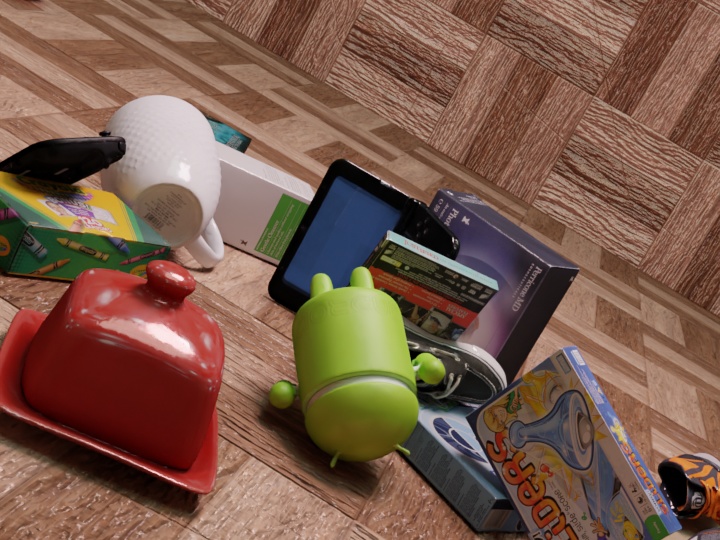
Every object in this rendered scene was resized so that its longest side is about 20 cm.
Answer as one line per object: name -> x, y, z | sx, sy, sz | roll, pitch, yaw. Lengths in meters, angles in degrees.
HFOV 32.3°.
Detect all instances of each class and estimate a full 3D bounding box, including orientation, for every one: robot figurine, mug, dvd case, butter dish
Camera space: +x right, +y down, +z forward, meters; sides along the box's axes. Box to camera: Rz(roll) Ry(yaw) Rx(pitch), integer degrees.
robot figurine -> -0.006, 0.099, 1.233 | 0.173, 0.116, 0.202 | -9, 56, -3
mug -> -0.226, -0.089, 1.507 | 0.201, 0.147, 0.176 | 56, 8, -32
dvd case -> 0.039, 0.057, 1.382 | 0.145, 0.201, 0.022 | 23, 33, -20
butter dish -> -0.184, 0.060, 1.032 | 0.198, 0.149, 0.200 | 26, 14, -15

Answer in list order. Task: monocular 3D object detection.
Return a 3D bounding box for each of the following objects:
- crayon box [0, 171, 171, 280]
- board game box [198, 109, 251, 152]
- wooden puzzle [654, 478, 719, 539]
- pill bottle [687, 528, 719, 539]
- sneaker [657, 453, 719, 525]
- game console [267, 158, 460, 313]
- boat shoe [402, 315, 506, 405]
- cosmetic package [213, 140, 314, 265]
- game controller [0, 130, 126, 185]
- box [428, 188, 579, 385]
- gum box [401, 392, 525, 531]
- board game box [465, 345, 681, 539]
crayon box -> -0.311, -0.042, 1.306 | 0.119, 0.059, 0.199 | 38, 17, 32
board game box -> -0.257, -0.225, 2.087 | 0.134, 0.028, 0.200 | 29, 15, -6
wooden puzzle -> 0.369, 0.318, 1.473 | 0.184, 0.037, 0.200 | 31, 19, 4
pill bottle -> 0.370, 0.330, 1.278 | 0.106, 0.107, 0.200 | 33, 15, 13
sneaker -> 0.433, 0.290, 1.487 | 0.111, 0.078, 0.199 | 6, 20, -43
game console -> 0.000, 0.000, 1.484 | 0.116, 0.201, 0.176 | 19, 18, -31
boat shoe -> 0.078, 0.110, 1.369 | 0.199, 0.071, 0.064 | 25, 29, -21
cosmetic package -> -0.169, -0.098, 1.674 | 0.198, 0.108, 0.085 | 22, 17, -22
game controller -> -0.333, -0.116, 1.345 | 0.103, 0.043, 0.199 | 4, -10, -35
box -> 0.155, 0.026, 1.696 | 0.198, 0.201, 0.123 | 36, 15, 24
gum box -> 0.123, 0.204, 1.351 | 0.169, 0.045, 0.200 | 13, 23, -47
board game box -> 0.203, 0.195, 1.213 | 0.034, 0.135, 0.201 | 0, 56, -54
